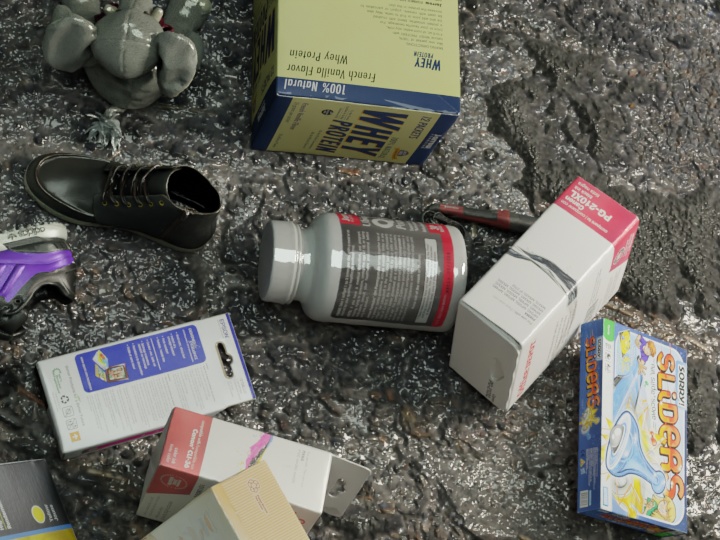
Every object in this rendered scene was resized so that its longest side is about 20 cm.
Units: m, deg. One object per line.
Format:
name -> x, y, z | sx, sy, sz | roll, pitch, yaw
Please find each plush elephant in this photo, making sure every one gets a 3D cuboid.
plush elephant -> -0.234, -0.236, 1.700 | 0.163, 0.155, 0.201 | 12, 68, -11

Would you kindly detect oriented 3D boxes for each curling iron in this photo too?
curling iron -> 0.155, -0.043, 1.816 | 0.198, 0.026, 0.050 | 2, 91, -20

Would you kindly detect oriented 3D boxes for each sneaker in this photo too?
sneaker -> -0.365, 0.023, 1.620 | 0.199, 0.070, 0.100 | -16, 78, -20
sneaker -> -0.233, -0.086, 1.675 | 0.199, 0.106, 0.075 | 16, 68, -10

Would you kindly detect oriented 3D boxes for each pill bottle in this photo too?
pill bottle -> 0.000, 0.000, 1.708 | 0.198, 0.111, 0.112 | 6, 70, -14

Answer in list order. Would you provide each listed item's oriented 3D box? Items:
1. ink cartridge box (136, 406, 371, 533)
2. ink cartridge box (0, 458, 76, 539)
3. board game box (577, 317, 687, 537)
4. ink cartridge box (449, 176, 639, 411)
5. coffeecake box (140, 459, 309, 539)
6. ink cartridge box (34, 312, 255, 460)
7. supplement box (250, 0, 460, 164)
ink cartridge box -> -0.101, 0.209, 1.598 | 0.199, 0.117, 0.068 | 17, 55, -9
ink cartridge box -> -0.316, 0.269, 1.494 | 0.047, 0.200, 0.199 | -27, 78, 21
board game box -> 0.283, 0.164, 1.744 | 0.135, 0.034, 0.202 | 19, 65, -36
ink cartridge box -> 0.186, 0.025, 1.725 | 0.084, 0.145, 0.200 | 37, 64, 19
coffeecake box -> -0.125, 0.287, 1.518 | 0.073, 0.200, 0.154 | -21, 77, -47
ink cartridge box -> -0.211, 0.112, 1.651 | 0.199, 0.037, 0.095 | -15, 75, -17
supplement box -> -0.008, -0.236, 1.776 | 0.198, 0.134, 0.201 | 5, 70, -14
